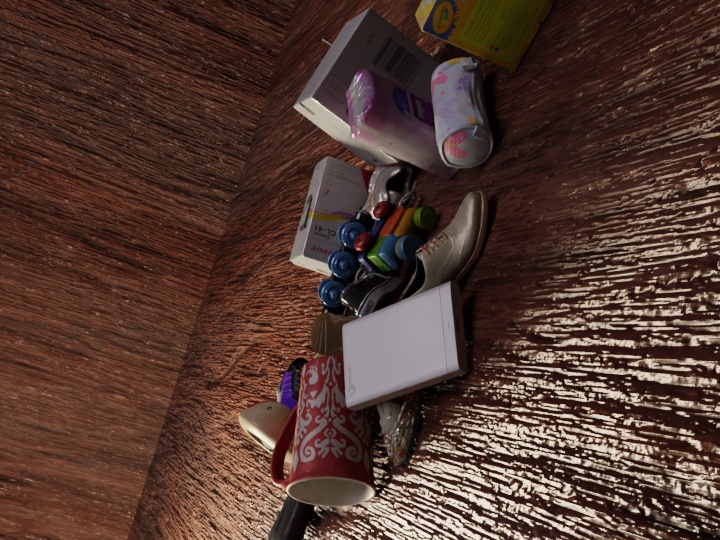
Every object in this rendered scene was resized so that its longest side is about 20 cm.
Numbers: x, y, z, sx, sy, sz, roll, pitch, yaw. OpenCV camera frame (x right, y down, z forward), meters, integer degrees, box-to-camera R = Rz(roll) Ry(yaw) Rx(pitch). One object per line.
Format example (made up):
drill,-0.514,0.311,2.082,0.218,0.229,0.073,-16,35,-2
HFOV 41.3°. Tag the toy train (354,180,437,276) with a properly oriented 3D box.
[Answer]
toy train,0.083,-0.087,1.582,0.115,0.085,0.201,-8,45,52

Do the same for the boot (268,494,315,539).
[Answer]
boot,-0.096,0.395,1.608,0.201,0.065,0.165,-64,6,5

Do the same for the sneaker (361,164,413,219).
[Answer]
sneaker,0.041,-0.104,1.716,0.092,0.075,0.202,-13,60,64

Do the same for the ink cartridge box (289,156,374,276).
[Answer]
ink cartridge box,-0.033,-0.094,1.800,0.086,0.147,0.202,155,130,-68

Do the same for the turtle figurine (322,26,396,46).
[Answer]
turtle figurine,0.026,-0.463,2.020,0.143,0.201,0.194,-29,26,11

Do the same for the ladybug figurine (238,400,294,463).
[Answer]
ladybug figurine,-0.149,0.282,1.695,0.072,0.135,0.200,-53,-6,-16

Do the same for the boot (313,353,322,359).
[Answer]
boot,-0.069,0.217,1.647,0.155,0.072,0.200,-55,17,-17

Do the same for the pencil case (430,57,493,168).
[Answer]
pencil case,0.159,-0.248,1.487,0.090,0.083,0.201,-33,36,29

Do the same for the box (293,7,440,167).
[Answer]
box,0.021,-0.325,1.724,0.201,0.198,0.131,-58,16,-8

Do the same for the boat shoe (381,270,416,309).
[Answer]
boat shoe,0.063,0.077,1.463,0.072,0.068,0.201,-140,70,-71

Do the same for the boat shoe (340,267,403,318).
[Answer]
boat shoe,0.014,0.037,1.530,0.074,0.068,0.199,-61,-10,17

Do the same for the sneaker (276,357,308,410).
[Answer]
sneaker,-0.116,0.228,1.847,0.100,0.069,0.200,-64,19,14

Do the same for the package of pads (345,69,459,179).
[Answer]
package of pads,0.073,-0.235,1.538,0.076,0.199,0.121,-50,30,37

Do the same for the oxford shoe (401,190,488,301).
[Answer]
oxford shoe,0.123,-0.027,1.377,0.071,0.073,0.201,-130,61,-70

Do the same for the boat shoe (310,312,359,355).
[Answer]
boat shoe,-0.019,0.110,1.585,0.200,0.064,0.072,2,84,59

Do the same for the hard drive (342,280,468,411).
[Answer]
hard drive,0.058,0.109,1.350,0.199,0.027,0.133,-24,56,34

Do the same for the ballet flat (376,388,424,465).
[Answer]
ballet flat,0.058,0.177,1.385,0.076,0.063,0.202,-14,59,68

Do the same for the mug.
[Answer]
mug,-0.062,0.245,1.468,0.134,0.176,0.201,71,-163,-58

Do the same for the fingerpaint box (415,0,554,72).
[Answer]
fingerpaint box,0.199,-0.422,1.404,0.074,0.166,0.201,-99,32,-56

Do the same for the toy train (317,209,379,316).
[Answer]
toy train,0.000,0.000,1.656,0.087,0.113,0.201,-151,81,-80
